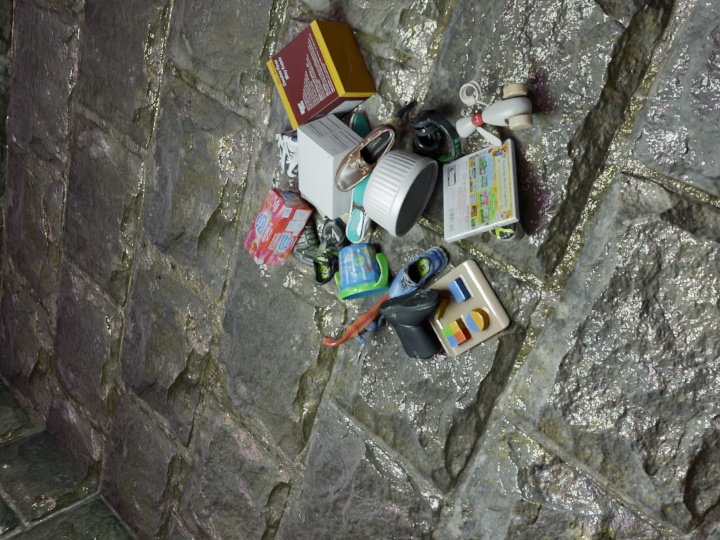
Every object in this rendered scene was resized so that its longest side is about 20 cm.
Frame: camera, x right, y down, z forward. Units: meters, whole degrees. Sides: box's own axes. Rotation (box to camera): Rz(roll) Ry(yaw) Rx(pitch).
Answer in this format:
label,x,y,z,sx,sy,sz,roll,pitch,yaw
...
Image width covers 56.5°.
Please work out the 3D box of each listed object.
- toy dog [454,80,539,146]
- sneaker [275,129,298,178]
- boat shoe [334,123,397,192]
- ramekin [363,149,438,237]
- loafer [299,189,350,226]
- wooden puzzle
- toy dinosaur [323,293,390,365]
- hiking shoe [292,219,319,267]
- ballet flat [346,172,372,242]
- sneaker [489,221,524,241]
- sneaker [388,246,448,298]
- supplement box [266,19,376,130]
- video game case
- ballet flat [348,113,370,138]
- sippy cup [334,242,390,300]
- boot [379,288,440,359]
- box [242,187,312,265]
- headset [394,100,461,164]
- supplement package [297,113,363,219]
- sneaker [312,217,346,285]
label,x,y,z,sx,sy,sz,roll,pitch,yaw
toy dog,0.309,-0.340,1.468,0.199,0.096,0.133,21,106,49
sneaker,-0.173,-0.316,1.839,0.199,0.079,0.131,20,128,61
boat shoe,0.009,-0.265,1.582,0.070,0.070,0.200,35,105,-17
ramekin,0.091,-0.190,1.591,0.105,0.200,0.201,28,118,18
loafer,-0.093,-0.178,1.837,0.199,0.075,0.069,29,112,30
wooden puzzle,0.243,0.099,1.650,0.200,0.046,0.186,-38,76,39
toy dinosaur,-0.015,0.142,1.783,0.105,0.181,0.201,32,119,29
hiking shoe,-0.158,-0.093,1.910,0.200,0.075,0.101,44,128,23
ballet flat,0.012,-0.168,1.709,0.069,0.069,0.201,32,120,29
sneaker,0.297,-0.131,1.530,0.075,0.076,0.201,-46,51,20
sneaker,0.128,0.012,1.694,0.079,0.089,0.200,55,129,15
supplement box,-0.102,-0.497,1.725,0.199,0.132,0.199,-26,85,40
video game case,0.267,-0.178,1.509,0.181,0.023,0.202,-17,60,37
ballet flat,0.000,-0.303,1.741,0.069,0.069,0.202,-13,96,40
sippy cup,0.000,0.000,1.778,0.176,0.140,0.132,-14,81,15
boot,0.156,0.138,1.676,0.199,0.076,0.169,-15,115,47
box,-0.233,-0.119,1.873,0.096,0.099,0.201,50,122,35
headset,0.163,-0.334,1.581,0.199,0.094,0.124,36,155,28
supplement package,-0.075,-0.266,1.721,0.156,0.110,0.201,43,147,32
sneaker,-0.085,-0.047,1.814,0.070,0.083,0.201,16,113,4
